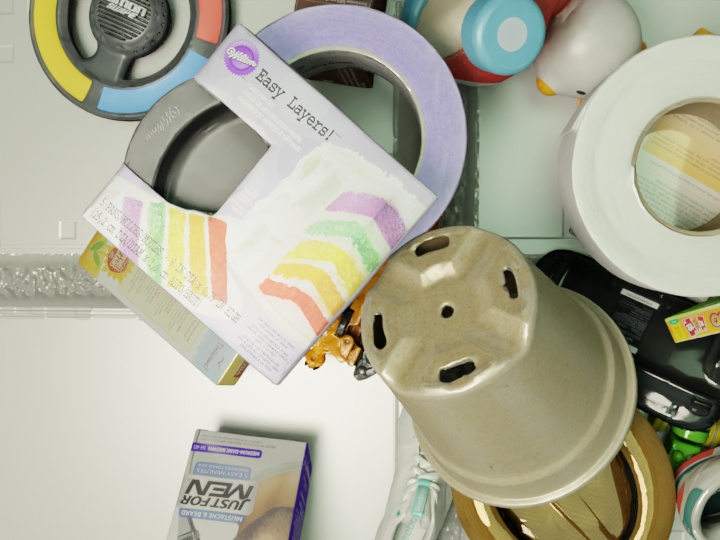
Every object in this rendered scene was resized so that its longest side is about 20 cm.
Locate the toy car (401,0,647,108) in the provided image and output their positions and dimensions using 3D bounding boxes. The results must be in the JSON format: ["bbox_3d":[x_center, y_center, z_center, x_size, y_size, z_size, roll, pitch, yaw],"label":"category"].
[{"bbox_3d":[0.167,-0.199,0.737,0.200,0.184,0.177,40,95,-25],"label":"toy car"}]

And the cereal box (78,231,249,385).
[{"bbox_3d":[-0.153,-0.009,0.789,0.200,0.040,0.144,37,95,21],"label":"cereal box"}]

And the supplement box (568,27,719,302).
[{"bbox_3d":[0.291,-0.089,0.749,0.126,0.074,0.200,31,94,4],"label":"supplement box"}]

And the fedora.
[{"bbox_3d":[0.178,0.187,0.763,0.200,0.082,0.202,-1,85,12],"label":"fedora"}]

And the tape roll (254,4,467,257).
[{"bbox_3d":[-0.016,-0.103,0.682,0.199,0.085,0.201,0,94,3],"label":"tape roll"}]

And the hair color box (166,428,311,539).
[{"bbox_3d":[-0.113,0.248,0.753,0.109,0.065,0.201,5,57,6],"label":"hair color box"}]

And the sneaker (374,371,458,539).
[{"bbox_3d":[0.058,0.194,0.772,0.075,0.088,0.201,13,92,7],"label":"sneaker"}]

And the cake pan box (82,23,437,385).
[{"bbox_3d":[-0.074,-0.049,0.623,0.200,0.052,0.184,42,94,0],"label":"cake pan box"}]

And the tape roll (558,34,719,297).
[{"bbox_3d":[0.261,-0.081,0.679,0.201,0.071,0.203,0,93,5],"label":"tape roll"}]

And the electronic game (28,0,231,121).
[{"bbox_3d":[-0.222,-0.244,0.817,0.199,0.042,0.201,0,91,6],"label":"electronic game"}]

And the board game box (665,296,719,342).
[{"bbox_3d":[0.353,0.009,0.692,0.199,0.096,0.030,-22,85,-25],"label":"board game box"}]

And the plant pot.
[{"bbox_3d":[0.098,0.065,0.663,0.200,0.183,0.201,-13,59,22],"label":"plant pot"}]

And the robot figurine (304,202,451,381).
[{"bbox_3d":[0.000,0.000,0.785,0.145,0.058,0.201,27,93,15],"label":"robot figurine"}]

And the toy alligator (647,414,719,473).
[{"bbox_3d":[0.292,0.147,0.764,0.059,0.054,0.201,16,93,6],"label":"toy alligator"}]

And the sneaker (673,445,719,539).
[{"bbox_3d":[0.338,0.154,0.676,0.200,0.093,0.070,-42,91,22],"label":"sneaker"}]

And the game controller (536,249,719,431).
[{"bbox_3d":[0.233,0.057,0.754,0.199,0.042,0.105,26,81,24],"label":"game controller"}]

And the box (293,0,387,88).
[{"bbox_3d":[-0.009,-0.275,0.764,0.075,0.100,0.201,11,93,5],"label":"box"}]
